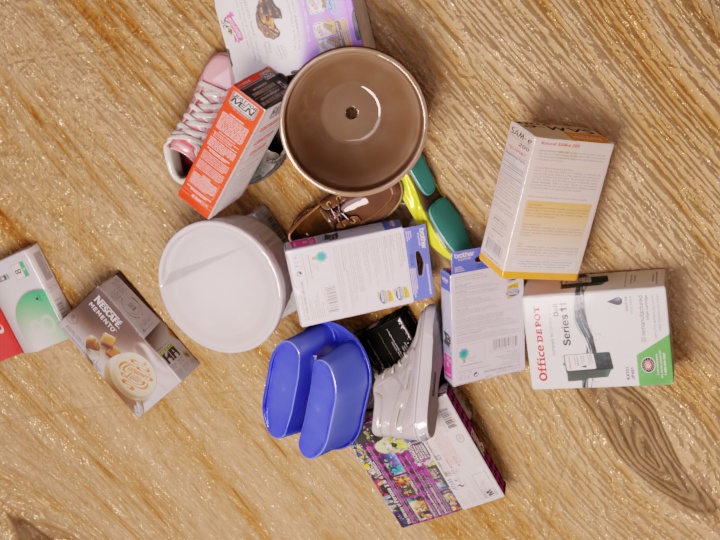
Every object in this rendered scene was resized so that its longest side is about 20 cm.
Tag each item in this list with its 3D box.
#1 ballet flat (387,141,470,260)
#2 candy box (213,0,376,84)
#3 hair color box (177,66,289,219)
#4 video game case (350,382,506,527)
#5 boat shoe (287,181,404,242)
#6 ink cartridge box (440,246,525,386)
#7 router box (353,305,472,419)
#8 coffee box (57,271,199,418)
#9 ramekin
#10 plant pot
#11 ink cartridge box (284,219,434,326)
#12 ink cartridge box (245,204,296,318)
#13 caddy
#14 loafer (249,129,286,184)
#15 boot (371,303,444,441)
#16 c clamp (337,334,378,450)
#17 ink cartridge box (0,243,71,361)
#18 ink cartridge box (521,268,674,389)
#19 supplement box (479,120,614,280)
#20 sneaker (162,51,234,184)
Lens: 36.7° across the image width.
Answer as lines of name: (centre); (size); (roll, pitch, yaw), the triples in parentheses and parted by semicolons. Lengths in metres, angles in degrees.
ballet flat: (0.088, -0.095, 1.551); (0.067, 0.067, 0.201); (-24, 97, 43)
candy box: (-0.096, -0.360, 1.505); (0.198, 0.072, 0.169); (-9, 105, 18)
hair color box: (-0.171, -0.176, 1.511); (0.061, 0.102, 0.201); (38, 124, 5)
video game case: (0.096, 0.281, 1.627); (0.180, 0.036, 0.201); (-23, 111, 22)
boat shoe: (-0.024, -0.081, 1.556); (0.199, 0.067, 0.072); (-25, 95, 36)
ink cartridge box: (0.175, 0.057, 1.551); (0.118, 0.042, 0.202); (-10, 111, -19)
router box: (0.056, 0.175, 1.648); (0.148, 0.051, 0.201); (-28, 98, 24)
coffee box: (-0.371, 0.118, 1.739); (0.114, 0.080, 0.200); (-38, 95, 23)
ramekin: (-0.189, 0.010, 1.595); (0.201, 0.094, 0.204); (7, 112, 17)
plant pot: (-0.011, -0.209, 1.480); (0.199, 0.093, 0.203); (-1, 109, -3)
ink cartridge box: (0.000, 0.000, 1.537); (0.198, 0.042, 0.120); (-11, 115, -3)
ink cartridge box: (-0.183, 0.016, 1.675); (0.199, 0.047, 0.161); (-29, 98, 28)
caddy: (-0.058, 0.173, 1.576); (0.141, 0.105, 0.202); (26, 117, 29)
loafer: (-0.124, -0.198, 1.571); (0.072, 0.063, 0.200); (44, 114, -2)
boot: (0.063, 0.142, 1.551); (0.095, 0.074, 0.202); (0, 65, 20)
c clamp: (-0.043, 0.176, 1.645); (0.170, 0.027, 0.201); (35, 119, 1)
ink cartridge box: (-0.583, 0.065, 1.802); (0.199, 0.050, 0.162); (-22, 101, 19)
ink cartridge box: (0.332, 0.084, 1.520); (0.198, 0.083, 0.148); (-5, 106, 18)
supplement box: (0.248, -0.092, 1.464); (0.125, 0.074, 0.202); (2, 113, -23)
sneaker: (-0.227, -0.214, 1.575); (0.075, 0.105, 0.202); (24, 112, 9)
